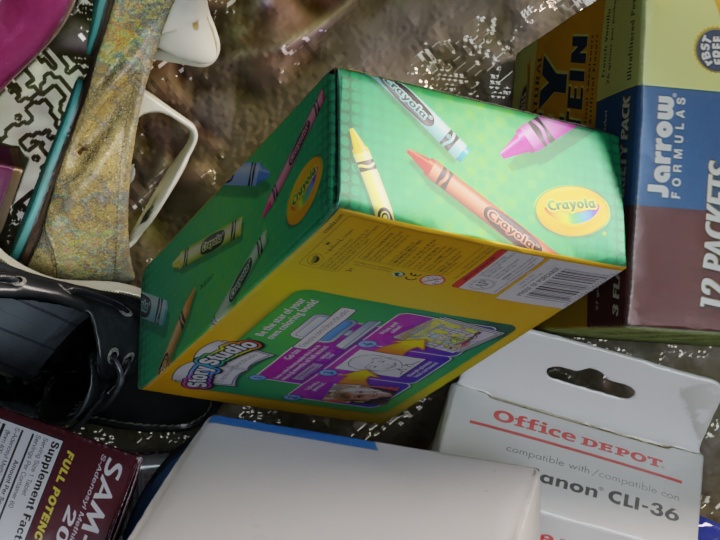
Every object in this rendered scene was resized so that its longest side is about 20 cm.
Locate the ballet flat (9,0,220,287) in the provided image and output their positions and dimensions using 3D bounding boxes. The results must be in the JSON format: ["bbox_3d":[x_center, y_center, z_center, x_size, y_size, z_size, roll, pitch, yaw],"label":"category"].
[{"bbox_3d":[-0.098,-0.084,0.761,0.071,0.071,0.200,16,101,-10],"label":"ballet flat"}]

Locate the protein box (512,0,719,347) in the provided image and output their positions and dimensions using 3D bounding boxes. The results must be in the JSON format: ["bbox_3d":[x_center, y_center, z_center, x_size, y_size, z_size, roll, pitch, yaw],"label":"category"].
[{"bbox_3d":[0.180,-0.034,0.734,0.200,0.199,0.135,4,87,-9],"label":"protein box"}]

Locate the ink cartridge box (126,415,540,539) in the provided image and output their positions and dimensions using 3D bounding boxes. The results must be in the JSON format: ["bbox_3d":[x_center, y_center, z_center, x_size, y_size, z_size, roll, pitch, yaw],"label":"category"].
[{"bbox_3d":[-0.012,0.188,0.695,0.147,0.145,0.200,7,125,17],"label":"ink cartridge box"}]

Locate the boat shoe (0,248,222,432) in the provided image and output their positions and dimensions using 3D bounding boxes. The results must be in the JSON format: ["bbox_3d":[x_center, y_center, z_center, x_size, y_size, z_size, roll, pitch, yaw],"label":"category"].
[{"bbox_3d":[-0.135,0.036,0.738,0.075,0.066,0.199,-43,129,16],"label":"boat shoe"}]

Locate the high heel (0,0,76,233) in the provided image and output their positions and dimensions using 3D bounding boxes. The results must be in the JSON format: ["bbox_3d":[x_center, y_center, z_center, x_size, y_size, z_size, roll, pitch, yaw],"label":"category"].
[{"bbox_3d":[-0.178,-0.114,0.744,0.096,0.067,0.200,14,109,-21],"label":"high heel"}]

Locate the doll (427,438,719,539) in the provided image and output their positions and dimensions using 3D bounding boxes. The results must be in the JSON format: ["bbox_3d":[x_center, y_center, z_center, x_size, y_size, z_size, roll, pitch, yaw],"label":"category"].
[{"bbox_3d":[0.117,0.136,0.830,0.200,0.048,0.136,31,114,-10],"label":"doll"}]

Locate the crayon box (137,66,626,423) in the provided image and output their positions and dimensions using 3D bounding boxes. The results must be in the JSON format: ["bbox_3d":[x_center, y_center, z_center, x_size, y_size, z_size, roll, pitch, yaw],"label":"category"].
[{"bbox_3d":[0.000,0.000,0.683,0.119,0.200,0.058,11,64,-25],"label":"crayon box"}]

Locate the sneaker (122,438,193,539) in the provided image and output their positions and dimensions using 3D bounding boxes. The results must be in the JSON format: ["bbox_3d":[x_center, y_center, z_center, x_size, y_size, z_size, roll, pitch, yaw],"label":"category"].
[{"bbox_3d":[-0.092,0.173,0.769,0.066,0.078,0.200,23,93,-9],"label":"sneaker"}]

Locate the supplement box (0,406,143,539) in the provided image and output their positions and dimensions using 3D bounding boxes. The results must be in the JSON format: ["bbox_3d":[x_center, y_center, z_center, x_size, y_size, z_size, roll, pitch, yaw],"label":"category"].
[{"bbox_3d":[-0.196,0.078,0.728,0.200,0.109,0.061,21,75,-4],"label":"supplement box"}]

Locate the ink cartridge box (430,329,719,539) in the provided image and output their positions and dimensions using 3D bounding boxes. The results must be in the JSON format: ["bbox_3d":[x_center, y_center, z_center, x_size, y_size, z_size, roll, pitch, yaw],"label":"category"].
[{"bbox_3d":[0.077,0.126,0.759,0.116,0.068,0.200,15,126,3],"label":"ink cartridge box"}]

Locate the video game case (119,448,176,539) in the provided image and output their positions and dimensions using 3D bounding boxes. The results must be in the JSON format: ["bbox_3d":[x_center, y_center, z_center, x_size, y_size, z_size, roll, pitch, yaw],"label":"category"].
[{"bbox_3d":[-0.131,0.185,0.815,0.182,0.023,0.200,-2,99,-8],"label":"video game case"}]
